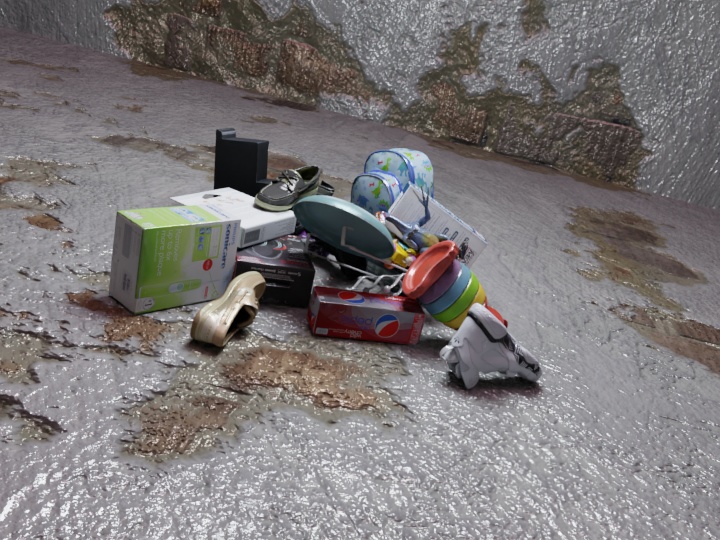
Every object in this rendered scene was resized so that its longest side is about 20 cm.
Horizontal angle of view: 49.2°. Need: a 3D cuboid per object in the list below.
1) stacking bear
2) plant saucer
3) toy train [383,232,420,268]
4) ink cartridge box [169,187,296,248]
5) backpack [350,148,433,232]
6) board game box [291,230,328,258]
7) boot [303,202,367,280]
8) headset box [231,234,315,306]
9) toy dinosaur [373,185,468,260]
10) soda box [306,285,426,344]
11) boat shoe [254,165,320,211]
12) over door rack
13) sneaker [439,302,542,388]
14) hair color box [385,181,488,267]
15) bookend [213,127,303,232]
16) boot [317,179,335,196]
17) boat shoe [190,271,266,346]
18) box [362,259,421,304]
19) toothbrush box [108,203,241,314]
[{"bbox_3d":[0.177,0.058,1.389,0.200,0.122,0.114,45,-1,-15],"label":"stacking bear"},{"bbox_3d":[-0.026,-0.080,1.398,0.197,0.028,0.201,22,-17,7],"label":"plant saucer"},{"bbox_3d":[0.099,-0.004,1.548,0.149,0.056,0.200,37,12,-9],"label":"toy train"},{"bbox_3d":[-0.241,-0.104,1.503,0.171,0.044,0.199,20,19,21],"label":"ink cartridge box"},{"bbox_3d":[0.070,-0.160,1.703,0.145,0.205,0.181,-7,16,-40],"label":"backpack"},{"bbox_3d":[-0.172,-0.055,1.665,0.119,0.033,0.198,24,22,38],"label":"board game box"},{"bbox_3d":[-0.058,-0.096,1.585,0.076,0.202,0.168,-30,54,-18],"label":"boot"},{"bbox_3d":[-0.171,-0.006,1.460,0.146,0.076,0.200,8,20,-16],"label":"headset box"},{"bbox_3d":[0.109,-0.052,1.525,0.179,0.203,0.105,19,43,24],"label":"toy dinosaur"},{"bbox_3d":[0.010,0.079,1.372,0.196,0.065,0.070,8,20,-17],"label":"soda box"},{"bbox_3d":[-0.144,-0.173,1.583,0.071,0.067,0.200,29,28,18],"label":"boat shoe"},{"bbox_3d":[0.000,0.000,1.440,0.199,0.068,0.147,33,-20,-28],"label":"over door rack"},{"bbox_3d":[0.215,0.150,1.311,0.200,0.115,0.075,43,3,-32],"label":"sneaker"},{"bbox_3d":[0.149,-0.079,1.593,0.199,0.101,0.061,36,12,-8],"label":"hair color box"},{"bbox_3d":[-0.214,-0.198,1.713,0.194,0.204,0.092,7,13,11],"label":"bookend"},{"bbox_3d":[-0.078,-0.124,1.755,0.198,0.133,0.067,27,24,33],"label":"boot"},{"bbox_3d":[-0.198,0.067,1.273,0.064,0.072,0.200,22,32,13],"label":"boat shoe"},{"bbox_3d":[0.097,0.000,1.662,0.198,0.047,0.158,28,25,33],"label":"box"},{"bbox_3d":[-0.309,-0.024,1.317,0.085,0.148,0.198,26,23,34],"label":"toothbrush box"}]
